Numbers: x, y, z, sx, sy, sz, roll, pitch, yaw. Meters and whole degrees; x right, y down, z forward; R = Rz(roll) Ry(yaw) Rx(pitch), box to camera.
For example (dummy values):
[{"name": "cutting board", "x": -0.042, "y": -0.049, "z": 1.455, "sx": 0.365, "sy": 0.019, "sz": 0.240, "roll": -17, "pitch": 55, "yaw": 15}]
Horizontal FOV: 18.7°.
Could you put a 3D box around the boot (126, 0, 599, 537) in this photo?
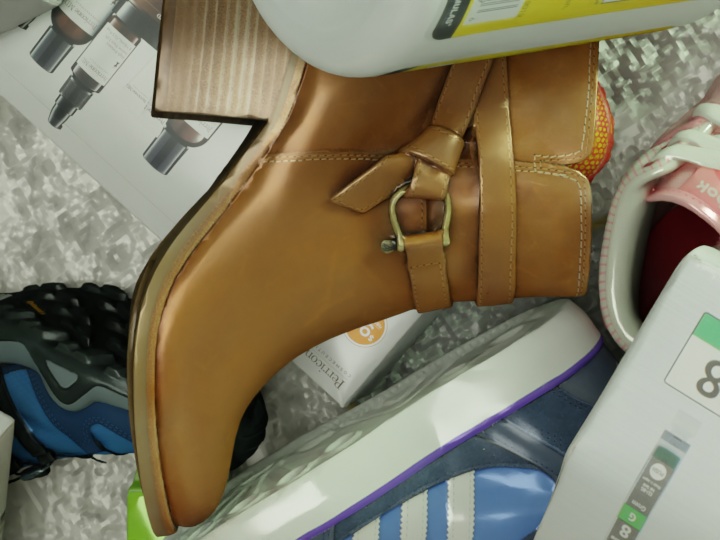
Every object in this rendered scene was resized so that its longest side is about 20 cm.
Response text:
[{"name": "boot", "x": 0.000, "y": 0.000, "z": 0.755, "sx": 0.155, "sy": 0.077, "sz": 0.200, "roll": 6, "pitch": 92, "yaw": -7}]

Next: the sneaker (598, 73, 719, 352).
[{"name": "sneaker", "x": 0.149, "y": -0.046, "z": 0.747, "sx": 0.075, "sy": 0.105, "sz": 0.200, "roll": 37, "pitch": 101, "yaw": 10}]

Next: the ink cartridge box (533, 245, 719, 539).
[{"name": "ink cartridge box", "x": 0.124, "y": 0.117, "z": 0.685, "sx": 0.161, "sy": 0.050, "sz": 0.200, "roll": 32, "pitch": 98, "yaw": 16}]

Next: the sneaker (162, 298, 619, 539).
[{"name": "sneaker", "x": 0.034, "y": 0.117, "z": 0.789, "sx": 0.200, "sy": 0.081, "sz": 0.147, "roll": -31, "pitch": 97, "yaw": 2}]

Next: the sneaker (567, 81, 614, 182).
[{"name": "sneaker", "x": 0.008, "y": -0.098, "z": 0.791, "sx": 0.200, "sy": 0.077, "sz": 0.073, "roll": 42, "pitch": 102, "yaw": 3}]

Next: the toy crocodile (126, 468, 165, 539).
[{"name": "toy crocodile", "x": -0.067, "y": 0.175, "z": 0.848, "sx": 0.067, "sy": 0.062, "sz": 0.200, "roll": -4, "pitch": 90, "yaw": 13}]

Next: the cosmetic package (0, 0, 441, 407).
[{"name": "cosmetic package", "x": -0.050, "y": -0.046, "z": 0.824, "sx": 0.200, "sy": 0.051, "sz": 0.083, "roll": 41, "pitch": 104, "yaw": 7}]

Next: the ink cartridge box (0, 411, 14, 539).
[{"name": "ink cartridge box", "x": -0.194, "y": 0.083, "z": 0.807, "sx": 0.116, "sy": 0.067, "sz": 0.200, "roll": 29, "pitch": 141, "yaw": 10}]

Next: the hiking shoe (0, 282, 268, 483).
[{"name": "hiking shoe", "x": -0.128, "y": 0.050, "z": 0.850, "sx": 0.200, "sy": 0.074, "sz": 0.087, "roll": 16, "pitch": 112, "yaw": 19}]

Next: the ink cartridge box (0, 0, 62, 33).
[{"name": "ink cartridge box", "x": -0.227, "y": -0.136, "z": 0.819, "sx": 0.200, "sy": 0.084, "sz": 0.145, "roll": -21, "pitch": 74, "yaw": 20}]

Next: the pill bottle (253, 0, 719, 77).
[{"name": "pill bottle", "x": 0.064, "y": -0.129, "z": 0.704, "sx": 0.112, "sy": 0.200, "sz": 0.112, "roll": 21, "pitch": 117, "yaw": 50}]
